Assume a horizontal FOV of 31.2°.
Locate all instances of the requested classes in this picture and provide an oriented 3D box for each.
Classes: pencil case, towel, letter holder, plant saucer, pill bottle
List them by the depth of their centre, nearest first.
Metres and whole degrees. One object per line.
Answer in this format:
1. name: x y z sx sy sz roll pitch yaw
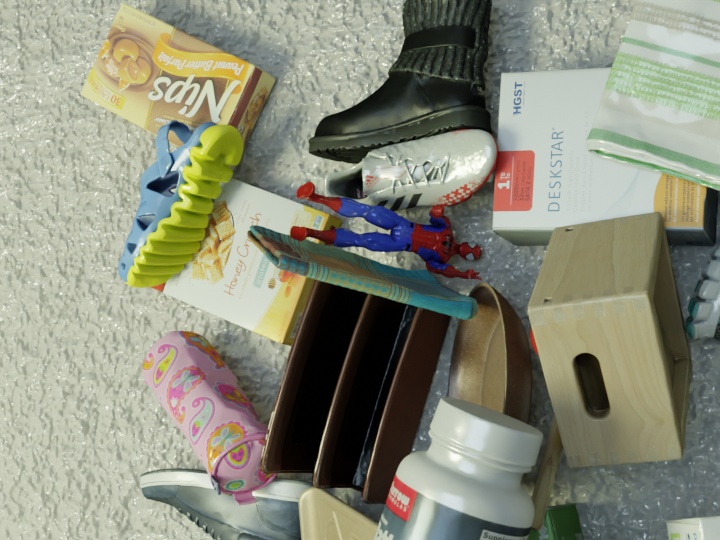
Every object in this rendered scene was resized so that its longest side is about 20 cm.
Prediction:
1. pill bottle: 0.074 0.213 1.047 0.118 0.119 0.203 19 92 25
2. towel: 0.296 -0.183 1.139 0.148 0.031 0.202 19 88 24
3. plant saucer: 0.120 0.113 1.187 0.036 0.200 0.203 5 83 -9
4. towel: 0.000 0.000 1.208 0.147 0.198 0.022 -144 71 -69
5. letter holder: -0.005 0.114 1.248 0.099 0.142 0.203 16 88 25
6. pencil case: -0.151 0.145 1.306 0.088 0.087 0.200 -52 46 9

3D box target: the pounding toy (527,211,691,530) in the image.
1. pounding toy: 0.204 0.087 1.120 0.140 0.184 0.202 -8 114 21

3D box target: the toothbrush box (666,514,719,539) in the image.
1. toothbrush box: 0.365 0.266 1.047 0.197 0.086 0.148 -5 79 -8

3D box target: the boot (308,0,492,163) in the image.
1. boot: 0.041 -0.198 1.309 0.209 0.079 0.160 -9 77 25

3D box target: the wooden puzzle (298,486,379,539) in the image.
1. wooden puzzle: 0.009 0.310 1.206 0.199 0.046 0.188 8 104 62

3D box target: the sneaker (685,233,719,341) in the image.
1. sneaker: 0.366 -0.019 1.153 0.090 0.078 0.202 23 95 9

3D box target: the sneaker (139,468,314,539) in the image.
1. sneaker: -0.147 0.280 1.321 0.200 0.077 0.148 3 81 23

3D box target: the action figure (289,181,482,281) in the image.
1. action figure: 0.043 -0.035 1.222 0.099 0.198 0.066 3 82 61

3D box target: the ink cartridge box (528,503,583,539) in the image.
1. ink cartridge box: 0.147 0.252 1.180 0.198 0.104 0.060 -16 77 21

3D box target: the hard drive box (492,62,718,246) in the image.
1. hard drive box: 0.232 -0.105 1.213 0.197 0.077 0.158 0 81 24

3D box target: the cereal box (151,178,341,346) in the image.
1. cereal box: -0.132 -0.020 1.381 0.198 0.039 0.146 20 90 25

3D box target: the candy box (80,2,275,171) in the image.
1. candy box: -0.204 -0.204 1.432 0.199 0.055 0.117 28 95 24

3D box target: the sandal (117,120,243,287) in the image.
1. sandal: -0.200 -0.076 1.356 0.087 0.079 0.202 34 97 28

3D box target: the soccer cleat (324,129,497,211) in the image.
1. soccer cleat: 0.047 -0.094 1.255 0.199 0.084 0.070 -12 76 47
